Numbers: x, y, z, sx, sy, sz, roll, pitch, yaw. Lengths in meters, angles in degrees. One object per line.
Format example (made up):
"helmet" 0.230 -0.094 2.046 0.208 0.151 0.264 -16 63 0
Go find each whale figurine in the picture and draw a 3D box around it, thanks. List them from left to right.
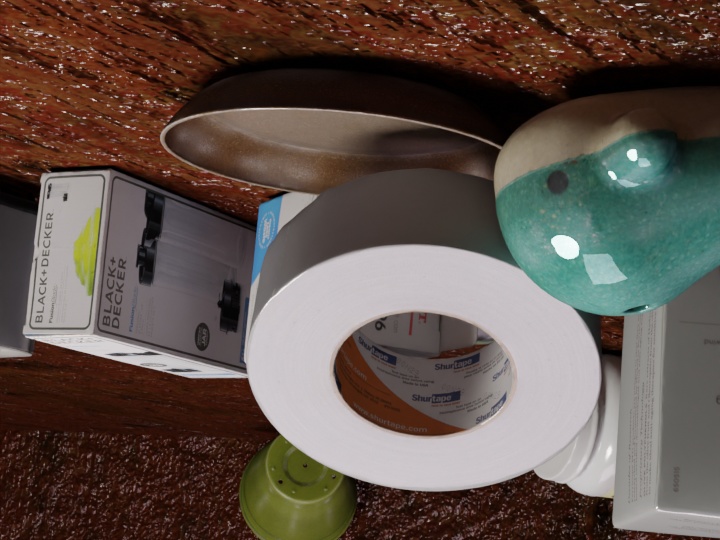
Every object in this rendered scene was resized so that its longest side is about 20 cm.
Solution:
"whale figurine" 0.167 -0.036 0.895 0.200 0.104 0.159 -11 166 24

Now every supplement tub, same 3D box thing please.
"supplement tub" 0.283 0.162 1.819 0.200 0.145 0.145 9 169 -20

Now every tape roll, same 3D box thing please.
"tape roll" 0.038 0.038 1.025 0.200 0.066 0.200 4 133 4

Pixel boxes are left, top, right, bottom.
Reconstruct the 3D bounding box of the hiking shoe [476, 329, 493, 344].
"hiking shoe" 0.046 0.010 1.296 0.200 0.076 0.101 4 173 8

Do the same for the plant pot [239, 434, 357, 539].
"plant pot" -0.095 0.343 2.936 0.200 0.201 0.193 6 157 -4

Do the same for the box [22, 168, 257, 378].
"box" -0.147 0.008 1.266 0.060 0.117 0.200 -1 167 30

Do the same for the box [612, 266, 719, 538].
"box" 0.294 0.091 1.281 0.199 0.200 0.171 5 167 0

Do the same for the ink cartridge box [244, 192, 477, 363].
"ink cartridge box" 0.000 0.000 1.154 0.068 0.116 0.200 10 167 -27

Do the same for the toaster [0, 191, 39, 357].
"toaster" -0.332 -0.007 1.267 0.181 0.119 0.200 -1 168 36

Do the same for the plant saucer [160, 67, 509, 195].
"plant saucer" -0.009 -0.075 0.985 0.200 0.032 0.200 5 169 1
